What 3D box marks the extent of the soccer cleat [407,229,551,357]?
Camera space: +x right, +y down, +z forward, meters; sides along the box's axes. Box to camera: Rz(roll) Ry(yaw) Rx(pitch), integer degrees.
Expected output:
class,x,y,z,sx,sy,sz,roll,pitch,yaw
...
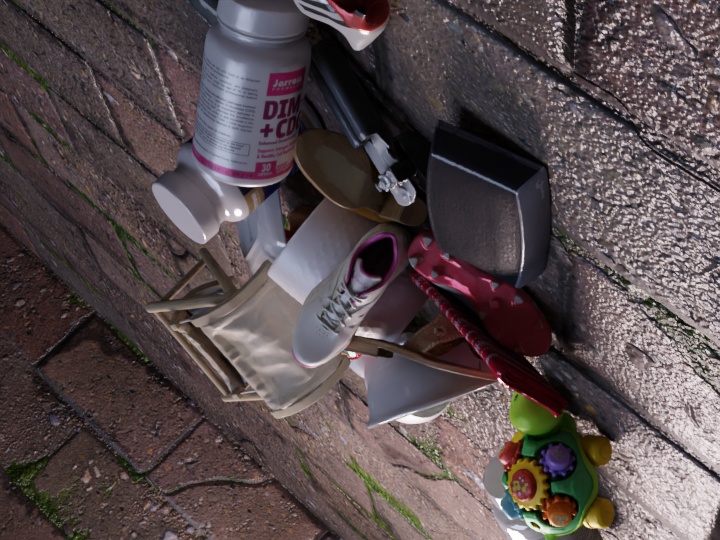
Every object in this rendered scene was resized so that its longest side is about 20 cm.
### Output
class,x,y,z,sx,sy,sz,roll,pitch,yaw
soccer cleat,0.140,0.022,1.540,0.200,0.067,0.076,37,-163,7

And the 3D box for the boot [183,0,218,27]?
class,x,y,z,sx,sy,sz,roll,pitch,yaw
boot,-0.141,-0.286,1.488,0.200,0.072,0.182,52,176,4

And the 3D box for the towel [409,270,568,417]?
class,x,y,z,sx,sy,sz,roll,pitch,yaw
towel,0.146,0.083,1.547,0.144,0.023,0.200,33,-168,-45

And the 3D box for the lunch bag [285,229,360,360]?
class,x,y,z,sx,sy,sz,roll,pitch,yaw
lunch bag,-0.068,0.024,1.869,0.200,0.082,0.177,27,153,49

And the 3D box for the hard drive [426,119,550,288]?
class,x,y,z,sx,sy,sz,roll,pitch,yaw
hard drive,0.127,-0.060,1.370,0.134,0.042,0.200,27,156,20

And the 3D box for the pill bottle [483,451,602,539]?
class,x,y,z,sx,sy,sz,roll,pitch,yaw
pill bottle,0.249,0.335,1.831,0.113,0.113,0.200,23,151,52

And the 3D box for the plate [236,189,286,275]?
class,x,y,z,sx,sy,sz,roll,pitch,yaw
plate,-0.142,-0.098,1.781,0.200,0.032,0.201,134,127,-71

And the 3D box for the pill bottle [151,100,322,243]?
class,x,y,z,sx,sy,sz,roll,pitch,yaw
pill bottle,-0.148,-0.132,1.621,0.116,0.200,0.116,41,162,16

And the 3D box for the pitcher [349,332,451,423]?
class,x,y,z,sx,sy,sz,roll,pitch,yaw
pitcher,0.077,0.154,1.894,0.171,0.122,0.200,32,179,-20

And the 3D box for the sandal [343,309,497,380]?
class,x,y,z,sx,sy,sz,roll,pitch,yaw
sandal,0.080,0.078,1.585,0.210,0.070,0.078,10,179,18

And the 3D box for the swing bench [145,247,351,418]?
class,x,y,z,sx,sy,sz,roll,pitch,yaw
swing bench,-0.153,0.088,1.828,0.200,0.130,0.199,12,145,55

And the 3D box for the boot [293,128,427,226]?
class,x,y,z,sx,sy,sz,roll,pitch,yaw
boot,-0.029,-0.108,1.533,0.201,0.071,0.144,29,176,-35

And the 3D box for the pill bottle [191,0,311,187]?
class,x,y,z,sx,sy,sz,roll,pitch,yaw
pill bottle,-0.113,-0.200,1.423,0.113,0.113,0.201,35,130,32

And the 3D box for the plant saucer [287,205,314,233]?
class,x,y,z,sx,sy,sz,roll,pitch,yaw
plant saucer,-0.034,-0.006,1.912,0.200,0.032,0.201,41,161,17

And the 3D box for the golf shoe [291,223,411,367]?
class,x,y,z,sx,sy,sz,roll,pitch,yaw
golf shoe,-0.016,0.026,1.554,0.075,0.200,0.092,36,180,3

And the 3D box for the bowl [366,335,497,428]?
class,x,y,z,sx,sy,sz,roll,pitch,yaw
bowl,0.088,0.126,1.702,0.201,0.200,0.091,135,116,-73

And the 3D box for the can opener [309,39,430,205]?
class,x,y,z,sx,sy,sz,roll,pitch,yaw
can opener,0.012,-0.158,1.440,0.200,0.066,0.053,55,158,1

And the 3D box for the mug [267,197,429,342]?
class,x,y,z,sx,sy,sz,roll,pitch,yaw
mug,0.000,0.000,1.699,0.175,0.148,0.200,40,-167,1

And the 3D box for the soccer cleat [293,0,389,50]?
class,x,y,z,sx,sy,sz,roll,pitch,yaw
soccer cleat,-0.055,-0.290,1.288,0.200,0.069,0.085,41,158,4

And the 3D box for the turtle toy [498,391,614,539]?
class,x,y,z,sx,sy,sz,roll,pitch,yaw
turtle toy,0.227,0.235,1.653,0.145,0.101,0.201,-3,89,46
